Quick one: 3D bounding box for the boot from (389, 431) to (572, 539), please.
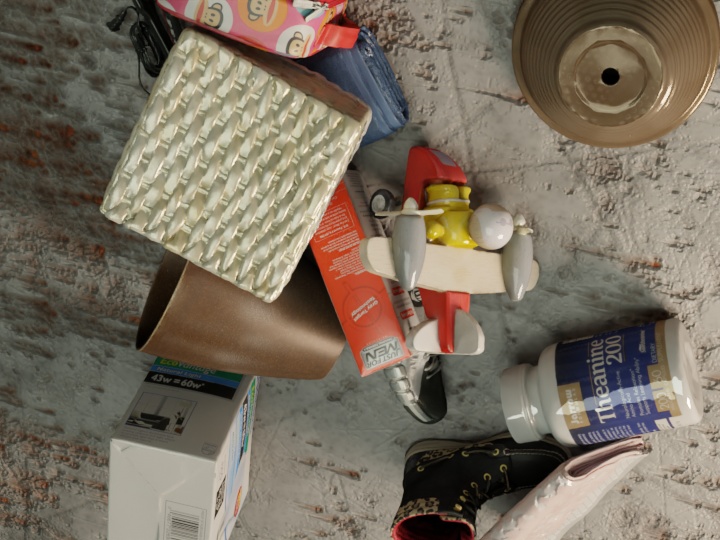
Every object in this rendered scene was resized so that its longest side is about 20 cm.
[{"bbox_3d":[0.131,0.248,1.529,0.197,0.151,0.074,-2,116,17],"label":"boot"}]

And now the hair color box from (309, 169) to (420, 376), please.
[{"bbox_3d":[0.000,0.000,1.413,0.061,0.101,0.202,-23,87,13],"label":"hair color box"}]

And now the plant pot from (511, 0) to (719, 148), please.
[{"bbox_3d":[0.237,-0.199,1.292,0.198,0.093,0.203,6,118,11],"label":"plant pot"}]

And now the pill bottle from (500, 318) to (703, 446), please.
[{"bbox_3d":[0.253,0.124,1.454,0.197,0.111,0.112,-14,114,20],"label":"pill bottle"}]

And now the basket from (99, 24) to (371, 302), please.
[{"bbox_3d":[-0.112,-0.105,1.280,0.196,0.161,0.202,27,98,-6],"label":"basket"}]

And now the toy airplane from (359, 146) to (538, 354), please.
[{"bbox_3d":[0.096,-0.012,1.368,0.140,0.201,0.200,-29,109,39],"label":"toy airplane"}]

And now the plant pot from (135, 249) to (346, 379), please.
[{"bbox_3d":[-0.113,0.035,1.475,0.198,0.188,0.188,24,122,-15],"label":"plant pot"}]

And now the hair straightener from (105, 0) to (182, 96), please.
[{"bbox_3d":[-0.219,-0.255,1.414,0.076,0.041,0.202,-11,119,19],"label":"hair straightener"}]

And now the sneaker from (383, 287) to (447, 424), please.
[{"bbox_3d":[0.076,0.071,1.493,0.114,0.075,0.202,-21,110,21],"label":"sneaker"}]

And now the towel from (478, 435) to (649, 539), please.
[{"bbox_3d":[0.209,0.263,1.507,0.032,0.190,0.201,53,124,22],"label":"towel"}]

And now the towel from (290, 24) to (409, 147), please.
[{"bbox_3d":[-0.055,-0.163,1.412,0.198,0.049,0.113,-21,111,23],"label":"towel"}]

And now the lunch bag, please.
[{"bbox_3d":[-0.084,-0.251,1.280,0.174,0.200,0.083,23,107,1],"label":"lunch bag"}]

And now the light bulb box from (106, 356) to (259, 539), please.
[{"bbox_3d":[-0.201,0.223,1.572,0.123,0.201,0.201,12,121,6],"label":"light bulb box"}]
